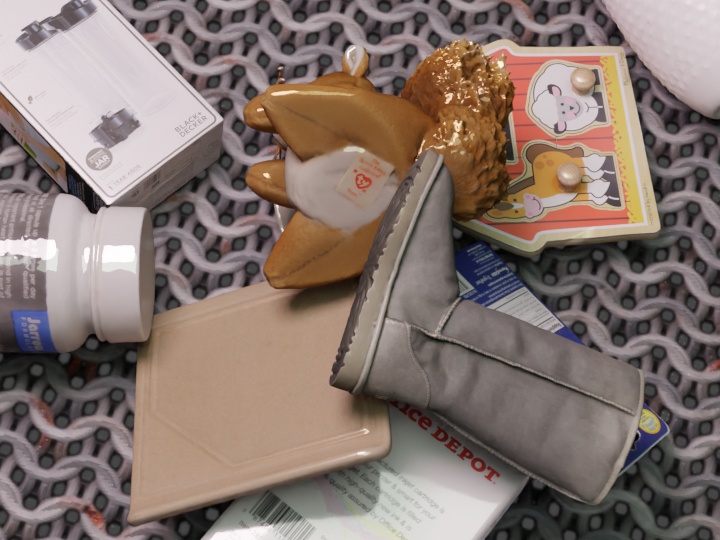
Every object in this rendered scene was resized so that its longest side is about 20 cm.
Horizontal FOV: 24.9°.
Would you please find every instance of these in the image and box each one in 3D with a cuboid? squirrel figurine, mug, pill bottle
[{"bbox_3d":[0.015,-0.092,1.169,0.199,0.187,0.142,-7,110,1],"label":"squirrel figurine"},{"bbox_3d":[0.274,-0.222,1.240,0.147,0.200,0.176,-22,77,-18],"label":"mug"},{"bbox_3d":[-0.249,0.002,1.151,0.199,0.114,0.114,1,68,1],"label":"pill bottle"}]

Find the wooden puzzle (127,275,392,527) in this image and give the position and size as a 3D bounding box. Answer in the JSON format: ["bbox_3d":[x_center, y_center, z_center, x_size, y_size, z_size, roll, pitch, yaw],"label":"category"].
[{"bbox_3d":[-0.068,0.081,1.120,0.184,0.037,0.200,-17,41,13],"label":"wooden puzzle"}]

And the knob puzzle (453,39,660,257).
[{"bbox_3d":[0.119,-0.102,1.256,0.219,0.030,0.220,1,60,-1],"label":"knob puzzle"}]

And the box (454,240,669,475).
[{"bbox_3d":[0.121,0.069,1.166,0.200,0.032,0.121,45,32,14],"label":"box"}]

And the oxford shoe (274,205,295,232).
[{"bbox_3d":[0.000,0.000,1.207,0.075,0.058,0.200,-26,70,-11],"label":"oxford shoe"}]

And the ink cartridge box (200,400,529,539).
[{"bbox_3d":[-0.001,0.176,1.120,0.145,0.084,0.200,37,71,12],"label":"ink cartridge box"}]

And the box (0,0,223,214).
[{"bbox_3d":[-0.211,-0.136,1.239,0.117,0.060,0.200,-40,76,-22],"label":"box"}]

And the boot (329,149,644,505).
[{"bbox_3d":[0.096,0.037,1.060,0.199,0.073,0.182,20,84,-6],"label":"boot"}]
